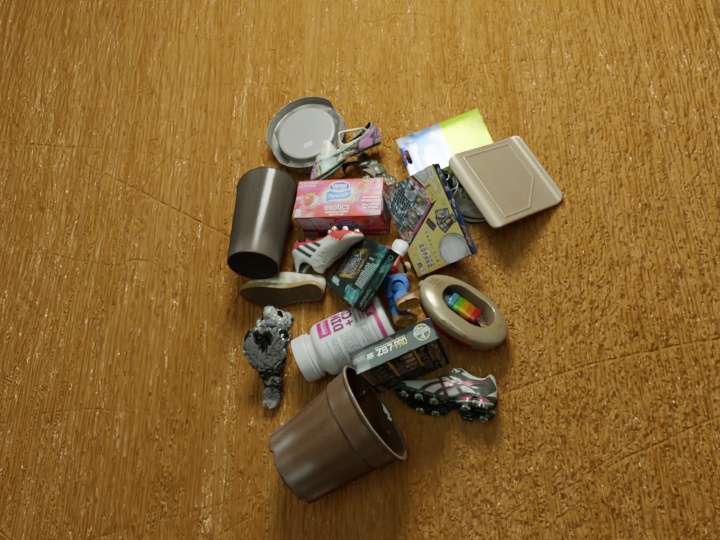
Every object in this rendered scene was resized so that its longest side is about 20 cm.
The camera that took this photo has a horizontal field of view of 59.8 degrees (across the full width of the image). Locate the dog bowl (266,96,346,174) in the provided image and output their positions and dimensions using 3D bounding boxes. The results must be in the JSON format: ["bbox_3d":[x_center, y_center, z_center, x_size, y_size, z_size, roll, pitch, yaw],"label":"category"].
[{"bbox_3d":[-0.125,-0.322,1.515,0.199,0.059,0.201,-5,67,13],"label":"dog bowl"}]

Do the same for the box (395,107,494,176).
[{"bbox_3d":[0.194,-0.277,1.420,0.199,0.048,0.122,-21,65,5],"label":"box"}]

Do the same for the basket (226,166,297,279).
[{"bbox_3d":[-0.218,-0.095,1.366,0.136,0.180,0.201,15,56,-17],"label":"basket"}]

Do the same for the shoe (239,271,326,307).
[{"bbox_3d":[-0.170,0.039,1.380,0.199,0.070,0.053,-3,40,14],"label":"shoe"}]

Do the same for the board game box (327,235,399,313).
[{"bbox_3d":[0.000,0.000,1.283,0.028,0.200,0.135,31,91,-21],"label":"board game box"}]

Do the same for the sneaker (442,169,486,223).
[{"bbox_3d":[0.217,-0.159,1.328,0.200,0.115,0.076,2,68,15],"label":"sneaker"}]

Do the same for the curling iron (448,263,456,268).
[{"bbox_3d":[0.141,-0.080,1.364,0.050,0.026,0.200,-38,64,0],"label":"curling iron"}]

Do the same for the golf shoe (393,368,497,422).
[{"bbox_3d":[0.166,0.235,1.214,0.199,0.077,0.088,8,50,15],"label":"golf shoe"}]

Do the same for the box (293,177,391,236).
[{"bbox_3d":[-0.037,-0.140,1.394,0.199,0.100,0.096,-1,68,15],"label":"box"}]

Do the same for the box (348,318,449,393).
[{"bbox_3d":[0.080,0.167,1.182,0.161,0.200,0.049,-26,66,4],"label":"box"}]

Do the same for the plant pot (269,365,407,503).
[{"bbox_3d":[-0.049,0.317,1.169,0.198,0.200,0.201,-36,64,7],"label":"plant pot"}]

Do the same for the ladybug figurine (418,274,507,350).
[{"bbox_3d":[0.195,0.088,1.238,0.200,0.072,0.136,38,45,13],"label":"ladybug figurine"}]

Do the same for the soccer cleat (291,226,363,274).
[{"bbox_3d":[-0.071,-0.040,1.357,0.200,0.069,0.085,-13,74,37],"label":"soccer cleat"}]

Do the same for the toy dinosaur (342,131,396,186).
[{"bbox_3d":[0.007,-0.237,1.457,0.088,0.047,0.200,-34,59,-5],"label":"toy dinosaur"}]

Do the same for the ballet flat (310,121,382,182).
[{"bbox_3d":[-0.043,-0.276,1.420,0.200,0.071,0.069,-33,22,-13],"label":"ballet flat"}]

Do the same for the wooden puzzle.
[{"bbox_3d":[0.304,-0.187,1.318,0.200,0.037,0.185,-22,71,-26],"label":"wooden puzzle"}]

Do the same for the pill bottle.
[{"bbox_3d":[-0.032,0.143,1.268,0.200,0.113,0.114,-26,64,3],"label":"pill bottle"}]

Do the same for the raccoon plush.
[{"bbox_3d":[-0.195,0.175,1.335,0.096,0.134,0.201,11,103,3],"label":"raccoon plush"}]

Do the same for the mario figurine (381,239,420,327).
[{"bbox_3d":[0.086,0.019,1.291,0.123,0.106,0.200,-46,37,22],"label":"mario figurine"}]

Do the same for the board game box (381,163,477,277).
[{"bbox_3d":[0.141,-0.102,1.297,0.135,0.035,0.201,-24,88,33],"label":"board game box"}]
